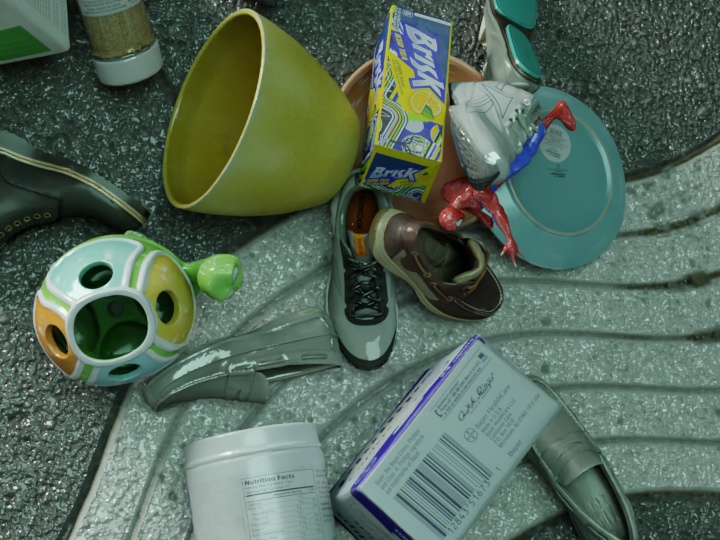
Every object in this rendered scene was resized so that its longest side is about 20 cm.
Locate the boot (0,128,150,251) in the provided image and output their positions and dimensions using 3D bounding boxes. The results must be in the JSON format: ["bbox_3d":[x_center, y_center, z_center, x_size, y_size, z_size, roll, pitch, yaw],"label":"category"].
[{"bbox_3d":[-0.317,-0.044,1.328,0.199,0.077,0.139,23,78,6],"label":"boot"}]

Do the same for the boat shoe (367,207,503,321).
[{"bbox_3d":[0.091,-0.001,1.351,0.200,0.072,0.072,37,67,-43],"label":"boat shoe"}]

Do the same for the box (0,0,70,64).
[{"bbox_3d":[-0.397,-0.302,1.283,0.198,0.171,0.201,-9,77,10],"label":"box"}]

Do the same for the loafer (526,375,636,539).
[{"bbox_3d":[0.213,0.191,1.371,0.070,0.070,0.200,-32,85,-17],"label":"loafer"}]

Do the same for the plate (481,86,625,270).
[{"bbox_3d":[0.204,-0.101,1.447,0.199,0.026,0.201,6,77,-25],"label":"plate"}]

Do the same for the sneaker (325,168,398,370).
[{"bbox_3d":[0.000,0.000,1.360,0.074,0.079,0.201,-3,94,1],"label":"sneaker"}]

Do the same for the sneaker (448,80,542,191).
[{"bbox_3d":[0.129,-0.141,1.308,0.087,0.200,0.075,-12,118,9],"label":"sneaker"}]

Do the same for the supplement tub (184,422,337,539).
[{"bbox_3d":[-0.086,0.250,1.268,0.131,0.132,0.201,-8,77,-14],"label":"supplement tub"}]

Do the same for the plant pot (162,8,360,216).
[{"bbox_3d":[-0.085,-0.135,1.347,0.141,0.200,0.201,18,72,-29],"label":"plant pot"}]

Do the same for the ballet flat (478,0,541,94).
[{"bbox_3d":[0.151,-0.245,1.466,0.067,0.064,0.201,28,38,-23],"label":"ballet flat"}]

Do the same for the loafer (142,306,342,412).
[{"bbox_3d":[-0.111,0.098,1.332,0.199,0.070,0.070,-21,75,-16],"label":"loafer"}]

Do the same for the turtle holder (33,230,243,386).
[{"bbox_3d":[-0.207,0.042,1.270,0.184,0.132,0.142,8,97,-9],"label":"turtle holder"}]

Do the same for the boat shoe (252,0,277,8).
[{"bbox_3d":[-0.068,-0.362,1.458,0.066,0.072,0.201,35,72,-13],"label":"boat shoe"}]

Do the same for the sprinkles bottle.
[{"bbox_3d":[-0.249,-0.283,1.341,0.068,0.068,0.201,-22,120,-16],"label":"sprinkles bottle"}]

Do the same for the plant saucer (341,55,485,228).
[{"bbox_3d":[0.062,-0.132,1.443,0.199,0.037,0.201,3,77,-12],"label":"plant saucer"}]

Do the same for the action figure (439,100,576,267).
[{"bbox_3d":[0.147,-0.078,1.359,0.200,0.065,0.099,-40,116,-36],"label":"action figure"}]

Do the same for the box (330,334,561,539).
[{"bbox_3d":[0.068,0.176,1.283,0.105,0.200,0.184,40,72,1],"label":"box"}]

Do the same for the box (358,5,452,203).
[{"bbox_3d":[0.046,-0.167,1.358,0.070,0.064,0.201,14,50,-9],"label":"box"}]
